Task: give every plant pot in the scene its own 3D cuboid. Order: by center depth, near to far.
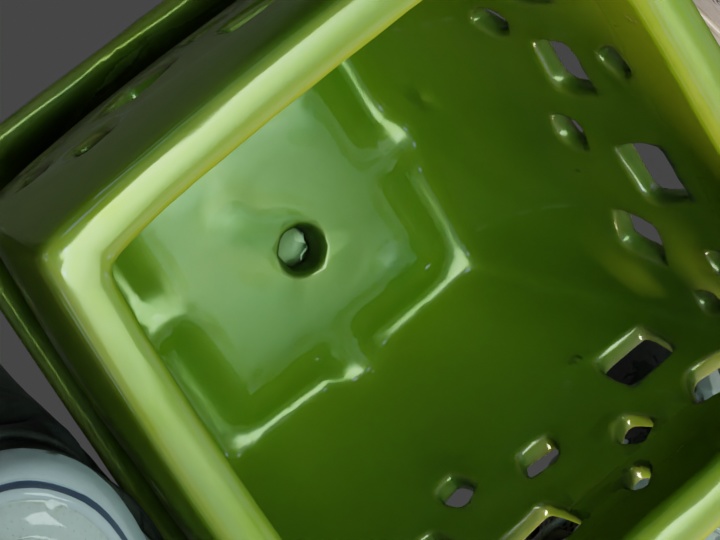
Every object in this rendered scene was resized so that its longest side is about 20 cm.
[{"bbox_3d":[0.000,0.000,0.889,0.199,0.181,0.200,-39,112,-16],"label":"plant pot"}]

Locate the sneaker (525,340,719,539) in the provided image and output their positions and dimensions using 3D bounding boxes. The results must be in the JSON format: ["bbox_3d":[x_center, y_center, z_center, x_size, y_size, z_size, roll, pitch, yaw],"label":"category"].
[{"bbox_3d":[0.063,0.091,0.956,0.115,0.075,0.201,15,53,-21],"label":"sneaker"}]

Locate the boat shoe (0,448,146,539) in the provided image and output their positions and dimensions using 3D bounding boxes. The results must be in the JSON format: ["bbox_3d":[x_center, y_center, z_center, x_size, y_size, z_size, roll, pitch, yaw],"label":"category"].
[{"bbox_3d":[-0.087,0.148,0.809,0.070,0.070,0.201,0,116,-6],"label":"boat shoe"}]

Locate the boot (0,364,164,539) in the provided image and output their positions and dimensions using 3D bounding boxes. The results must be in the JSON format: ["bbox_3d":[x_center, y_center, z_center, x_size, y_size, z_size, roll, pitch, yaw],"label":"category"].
[{"bbox_3d":[-0.114,0.050,0.871,0.200,0.131,0.068,45,79,-24],"label":"boot"}]

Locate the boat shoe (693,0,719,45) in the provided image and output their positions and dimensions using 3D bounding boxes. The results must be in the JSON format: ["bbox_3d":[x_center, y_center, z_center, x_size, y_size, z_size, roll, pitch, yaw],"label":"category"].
[{"bbox_3d":[0.177,-0.079,1.022,0.200,0.069,0.074,30,85,-26],"label":"boat shoe"}]
